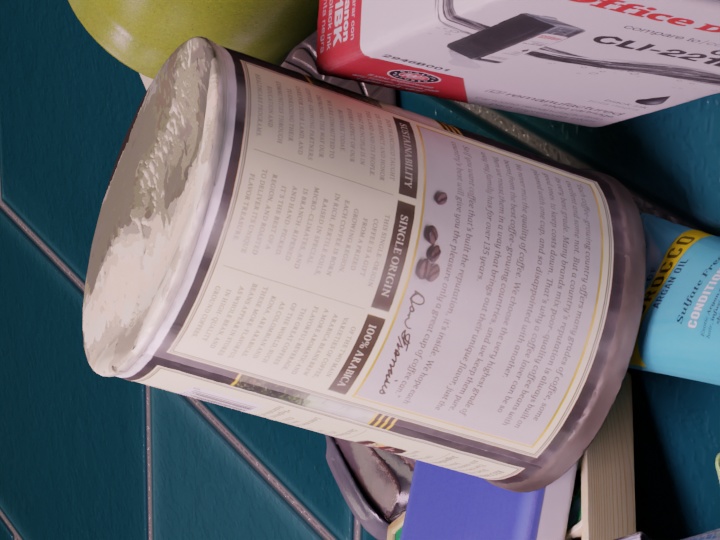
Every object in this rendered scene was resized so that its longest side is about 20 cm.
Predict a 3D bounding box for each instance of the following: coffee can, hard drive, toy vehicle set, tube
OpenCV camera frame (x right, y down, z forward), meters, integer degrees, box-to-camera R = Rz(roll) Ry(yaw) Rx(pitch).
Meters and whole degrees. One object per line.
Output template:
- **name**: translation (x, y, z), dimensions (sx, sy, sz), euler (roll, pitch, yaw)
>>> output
- **coffee can**: translation (0.000, 0.000, 0.885), dimensions (0.146, 0.199, 0.147), euler (-49, 31, 45)
- **hard drive**: translation (0.065, 0.078, 0.980), dimensions (0.132, 0.025, 0.201), euler (-22, 53, 63)
- **toy vehicle set**: translation (0.067, 0.143, 0.997), dimensions (0.200, 0.026, 0.125), euler (-47, 32, 48)
- **tube**: translation (0.155, 0.019, 0.846), dimensions (0.050, 0.078, 0.200), euler (45, 166, -26)

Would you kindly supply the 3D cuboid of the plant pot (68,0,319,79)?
- **plant pot**: translation (-0.057, -0.192, 0.995), dimensions (0.193, 0.200, 0.201), euler (-52, 53, 47)

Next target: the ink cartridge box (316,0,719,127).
- **ink cartridge box**: translation (0.089, -0.120, 0.804), dimensions (0.200, 0.144, 0.084), euler (-13, 70, 64)

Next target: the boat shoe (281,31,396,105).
- **boat shoe**: translation (-0.025, -0.117, 1.148), dimensions (0.073, 0.074, 0.201), euler (177, 92, -73)

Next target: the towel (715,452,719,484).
- **towel**: translation (0.175, 0.168, 0.799), dimensions (0.149, 0.031, 0.201), euler (32, -139, -76)

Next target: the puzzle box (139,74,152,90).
- **puzzle box**: translation (-0.108, -0.143, 1.340), dimensions (0.201, 0.025, 0.133), euler (65, 150, 26)

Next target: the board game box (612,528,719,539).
- **board game box**: translation (0.117, 0.178, 0.761), dimensions (0.200, 0.061, 0.201), euler (43, -146, -54)

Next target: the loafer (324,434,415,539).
- **loafer**: translation (-0.003, 0.058, 1.176), dimensions (0.063, 0.072, 0.200), euler (-48, 61, 35)
